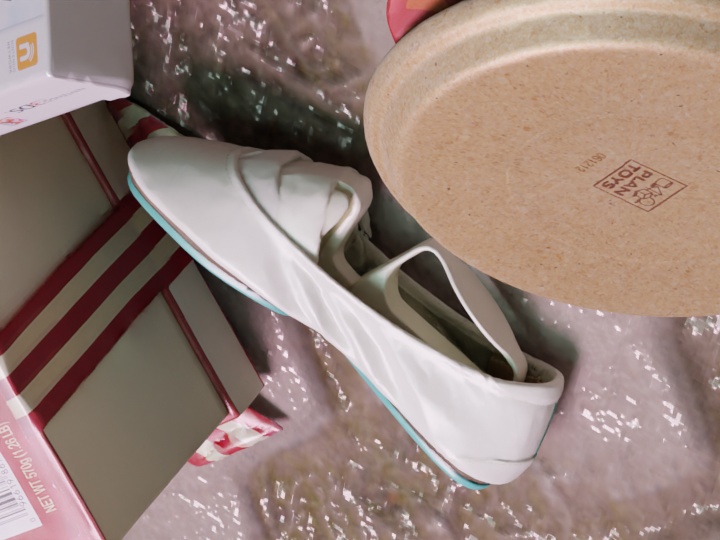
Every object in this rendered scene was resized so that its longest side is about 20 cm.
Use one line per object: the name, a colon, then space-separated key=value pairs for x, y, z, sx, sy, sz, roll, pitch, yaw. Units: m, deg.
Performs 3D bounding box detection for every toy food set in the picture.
toy food set: x=0.096 y=-0.049 z=1.000 sx=0.197 sy=0.049 sz=0.200 roll=15 pitch=150 yaw=-10

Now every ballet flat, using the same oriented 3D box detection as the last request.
ballet flat: x=0.000 y=0.000 z=1.163 sx=0.200 sy=0.069 sz=0.069 roll=41 pitch=137 yaw=3

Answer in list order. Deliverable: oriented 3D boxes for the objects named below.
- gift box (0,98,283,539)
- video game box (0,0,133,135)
gift box: x=-0.149 y=0.035 z=1.222 sx=0.200 sy=0.187 sz=0.185 roll=-18 pitch=106 yaw=25
video game box: x=-0.162 y=-0.145 z=1.129 sx=0.182 sy=0.047 sz=0.201 roll=-15 pitch=75 yaw=43
